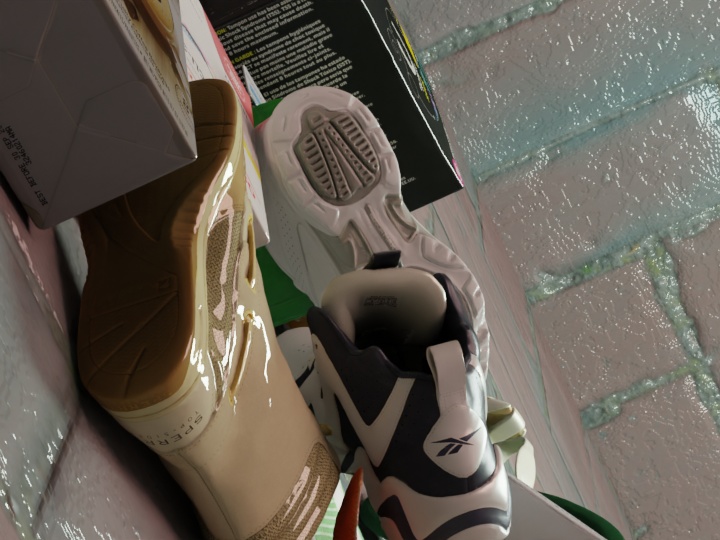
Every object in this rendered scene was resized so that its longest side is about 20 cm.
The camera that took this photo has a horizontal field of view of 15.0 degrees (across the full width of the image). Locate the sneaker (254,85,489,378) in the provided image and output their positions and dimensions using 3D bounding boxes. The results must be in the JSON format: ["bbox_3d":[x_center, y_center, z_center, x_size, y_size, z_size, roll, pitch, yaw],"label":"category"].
[{"bbox_3d":[0.000,0.000,1.439,0.200,0.078,0.099,66,-24,-4],"label":"sneaker"}]

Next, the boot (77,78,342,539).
[{"bbox_3d":[-0.062,0.026,1.223,0.200,0.073,0.156,-89,157,-45],"label":"boot"}]

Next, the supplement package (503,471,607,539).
[{"bbox_3d":[0.087,0.178,1.392,0.114,0.110,0.200,34,-3,15],"label":"supplement package"}]

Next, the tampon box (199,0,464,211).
[{"bbox_3d":[-0.039,-0.137,1.732,0.150,0.126,0.200,-106,169,-48],"label":"tampon box"}]

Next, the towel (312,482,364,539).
[{"bbox_3d":[-0.020,0.149,1.402,0.200,0.023,0.153,30,38,-78],"label":"towel"}]

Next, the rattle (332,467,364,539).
[{"bbox_3d":[0.000,0.209,1.209,0.130,0.143,0.200,-4,-65,53],"label":"rattle"}]

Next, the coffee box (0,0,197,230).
[{"bbox_3d":[-0.134,-0.125,1.201,0.200,0.080,0.113,-101,165,-57],"label":"coffee box"}]

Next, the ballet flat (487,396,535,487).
[{"bbox_3d":[0.097,0.140,2.076,0.200,0.070,0.067,-103,167,-56],"label":"ballet flat"}]

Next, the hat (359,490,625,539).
[{"bbox_3d":[0.067,0.237,1.645,0.200,0.165,0.176,-35,135,-74],"label":"hat"}]

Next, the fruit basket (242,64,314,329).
[{"bbox_3d":[-0.027,0.004,1.610,0.200,0.094,0.185,72,2,-45],"label":"fruit basket"}]

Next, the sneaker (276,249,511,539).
[{"bbox_3d":[0.005,0.037,1.293,0.199,0.079,0.130,-129,-148,-59],"label":"sneaker"}]

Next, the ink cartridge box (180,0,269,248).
[{"bbox_3d":[-0.099,-0.072,1.337,0.200,0.067,0.117,-100,165,-59],"label":"ink cartridge box"}]
